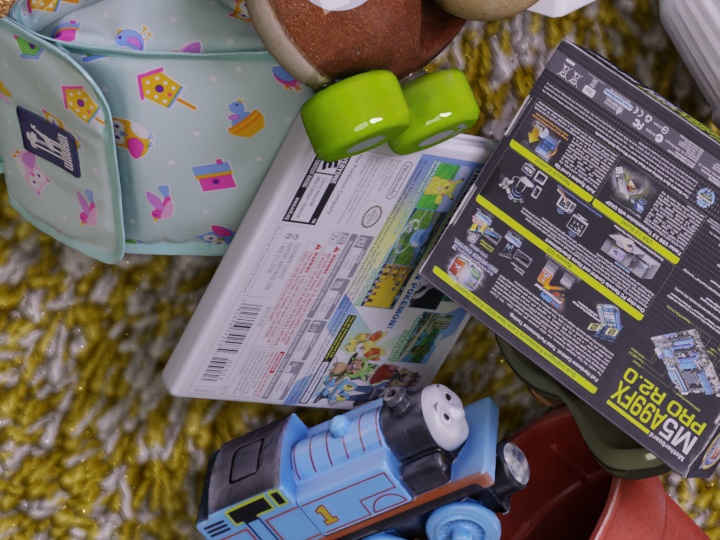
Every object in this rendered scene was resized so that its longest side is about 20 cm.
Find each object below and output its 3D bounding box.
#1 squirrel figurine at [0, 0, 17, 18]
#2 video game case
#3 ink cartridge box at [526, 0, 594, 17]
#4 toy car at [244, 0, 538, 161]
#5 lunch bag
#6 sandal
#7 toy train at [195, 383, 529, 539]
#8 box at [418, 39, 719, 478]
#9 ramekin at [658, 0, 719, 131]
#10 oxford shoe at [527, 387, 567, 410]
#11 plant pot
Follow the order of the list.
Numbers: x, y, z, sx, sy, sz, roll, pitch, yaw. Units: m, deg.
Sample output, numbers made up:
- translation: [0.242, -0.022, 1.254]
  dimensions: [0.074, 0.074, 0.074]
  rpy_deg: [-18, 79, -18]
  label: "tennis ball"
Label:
- translation: [-0.197, -0.231, 1.198]
  dimensions: [0.186, 0.141, 0.201]
  rpy_deg: [11, 115, 29]
  label: "squirrel figurine"
- translation: [0.000, 0.000, 1.336]
  dimensions: [0.181, 0.022, 0.201]
  rpy_deg: [7, 125, -36]
  label: "video game case"
- translation: [0.125, -0.260, 1.275]
  dimensions: [0.084, 0.146, 0.201]
  rpy_deg: [20, 117, 28]
  label: "ink cartridge box"
- translation: [0.050, -0.173, 1.184]
  dimensions: [0.199, 0.157, 0.165]
  rpy_deg: [-26, 82, 29]
  label: "toy car"
- translation: [-0.119, -0.095, 1.311]
  dimensions: [0.198, 0.122, 0.171]
  rpy_deg: [0, 137, 3]
  label: "lunch bag"
- translation: [0.139, 0.049, 1.345]
  dimensions: [0.079, 0.201, 0.058]
  rpy_deg: [-29, 123, -8]
  label: "sandal"
- translation: [0.001, 0.133, 1.377]
  dimensions: [0.199, 0.087, 0.114]
  rpy_deg: [-24, 123, 25]
  label: "toy train"
- translation: [0.152, -0.008, 1.257]
  dimensions: [0.200, 0.044, 0.161]
  rpy_deg: [37, 104, 25]
  label: "box"
- translation: [0.260, -0.174, 1.309]
  dimensions: [0.202, 0.202, 0.094]
  rpy_deg: [-41, 90, 5]
  label: "ramekin"
- translation: [0.202, 0.065, 1.413]
  dimensions: [0.198, 0.071, 0.072]
  rpy_deg: [0, 103, -2]
  label: "oxford shoe"
- translation: [0.155, 0.219, 1.390]
  dimensions: [0.195, 0.201, 0.201]
  rpy_deg: [40, 97, -19]
  label: "plant pot"
